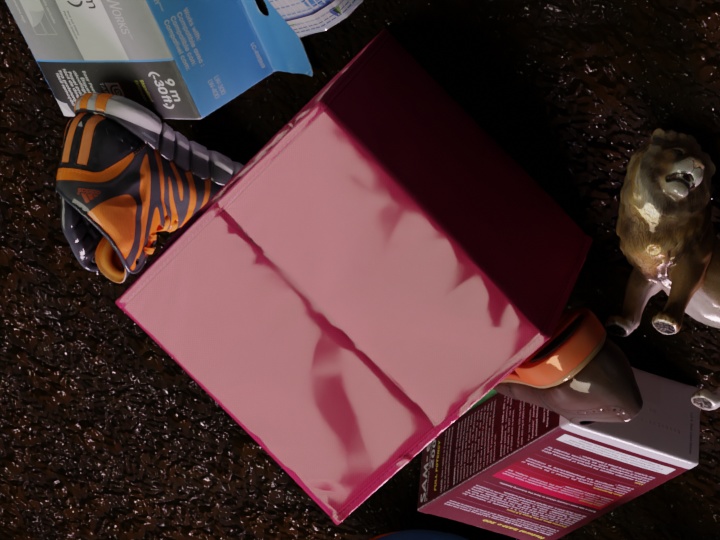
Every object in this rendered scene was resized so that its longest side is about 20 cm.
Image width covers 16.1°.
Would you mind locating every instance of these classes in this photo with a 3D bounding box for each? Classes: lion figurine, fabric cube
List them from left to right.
[{"bbox_3d":[0.000,0.000,1.621,0.199,0.196,0.200,45,111,-5],"label":"fabric cube"},{"bbox_3d":[0.224,0.012,1.590,0.072,0.123,0.200,-10,136,46],"label":"lion figurine"}]

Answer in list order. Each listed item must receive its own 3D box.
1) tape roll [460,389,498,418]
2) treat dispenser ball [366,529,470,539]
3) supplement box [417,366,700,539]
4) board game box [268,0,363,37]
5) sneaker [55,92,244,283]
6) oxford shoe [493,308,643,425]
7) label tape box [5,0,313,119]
[{"bbox_3d":[0.024,0.020,1.802,0.200,0.048,0.201,24,141,21],"label":"tape roll"},{"bbox_3d":[0.043,0.298,1.941,0.201,0.201,0.201,23,140,21],"label":"treat dispenser ball"},{"bbox_3d":[0.135,0.126,1.768,0.109,0.061,0.200,19,149,-24],"label":"supplement box"},{"bbox_3d":[-0.003,-0.244,1.471,0.062,0.200,0.200,-5,139,45],"label":"board game box"},{"bbox_3d":[-0.141,-0.036,1.785,0.200,0.112,0.077,29,160,-39],"label":"sneaker"},{"bbox_3d":[0.126,0.068,1.621,0.073,0.071,0.200,47,175,-8],"label":"oxford shoe"},{"bbox_3d":[-0.146,-0.178,1.735,0.200,0.066,0.143,5,131,40],"label":"label tape box"}]
